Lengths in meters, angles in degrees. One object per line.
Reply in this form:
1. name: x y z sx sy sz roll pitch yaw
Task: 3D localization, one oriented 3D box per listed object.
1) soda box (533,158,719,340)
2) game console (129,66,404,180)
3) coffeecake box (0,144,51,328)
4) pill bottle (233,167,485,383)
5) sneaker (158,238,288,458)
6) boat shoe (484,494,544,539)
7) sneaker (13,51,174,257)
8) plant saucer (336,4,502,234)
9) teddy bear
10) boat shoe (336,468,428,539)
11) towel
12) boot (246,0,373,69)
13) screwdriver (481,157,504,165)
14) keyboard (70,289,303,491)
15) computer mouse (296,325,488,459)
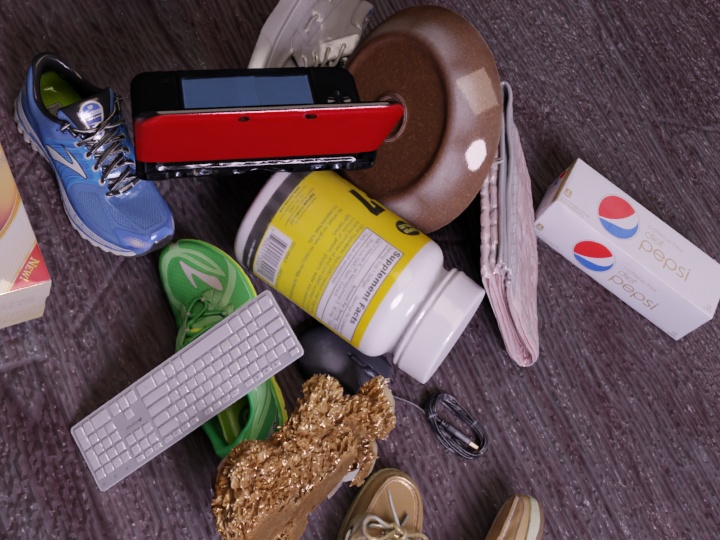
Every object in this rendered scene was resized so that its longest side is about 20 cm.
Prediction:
1. soda box: 0.273 -0.021 1.045 0.199 0.064 0.069 36 58 -2
2. game console: -0.082 -0.139 0.808 0.196 0.120 0.174 -4 50 -13
3. coffeecake box: -0.343 -0.046 0.775 0.151 0.073 0.203 -17 74 -29
4. pill bottle: 0.000 0.000 0.872 0.199 0.115 0.115 35 57 10
5. sneaker: -0.115 0.061 0.824 0.073 0.083 0.203 -28 74 14
6. boat shoe: 0.089 0.265 0.832 0.075 0.072 0.202 24 58 4
7. sneaker: -0.225 -0.099 0.855 0.078 0.089 0.201 -34 79 -30
8. plant saucer: 0.035 -0.133 0.896 0.036 0.199 0.204 2 63 -47
9. teddy bear: -0.045 0.147 0.795 0.066 0.146 0.199 37 52 24
10. boat shoe: 0.013 0.249 0.807 0.072 0.063 0.203 23 59 -10
11. towel: 0.139 -0.040 0.940 0.032 0.192 0.204 -4 62 15
12. boot: -0.048 -0.212 0.995 0.094 0.074 0.202 23 58 -3
13. screwdriver: 0.054 -0.085 0.918 0.028 0.198 0.029 -43 120 -34
14. keyboard: -0.134 0.093 0.778 0.198 0.011 0.057 -35 84 11
15. computer mouse: 0.031 0.107 0.900 0.198 0.034 0.059 28 58 -8
